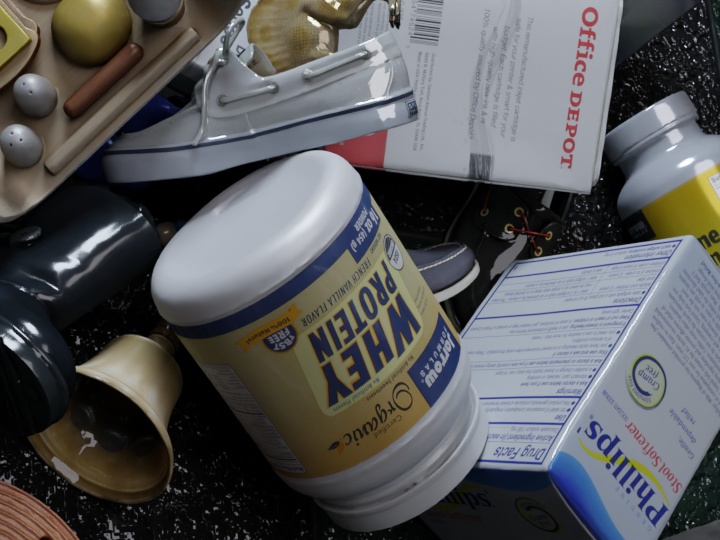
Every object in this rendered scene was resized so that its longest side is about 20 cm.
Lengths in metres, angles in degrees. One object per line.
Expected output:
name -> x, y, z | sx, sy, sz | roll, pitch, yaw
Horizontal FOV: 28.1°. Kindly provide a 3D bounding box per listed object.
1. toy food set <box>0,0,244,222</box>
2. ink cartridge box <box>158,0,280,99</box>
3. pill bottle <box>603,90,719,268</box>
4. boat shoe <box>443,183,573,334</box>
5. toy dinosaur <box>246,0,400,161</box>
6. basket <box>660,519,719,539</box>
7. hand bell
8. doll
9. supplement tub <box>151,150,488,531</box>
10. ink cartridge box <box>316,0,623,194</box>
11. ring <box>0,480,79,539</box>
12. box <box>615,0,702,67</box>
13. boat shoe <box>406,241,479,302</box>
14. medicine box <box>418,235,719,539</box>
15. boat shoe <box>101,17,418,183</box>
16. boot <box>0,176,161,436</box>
toy food set -> -0.182, -0.147, 0.831 | 0.200, 0.060, 0.144 | -43, 87, -3
ink cartridge box -> -0.130, -0.190, 1.004 | 0.199, 0.084, 0.147 | 28, 56, -18
pill bottle -> 0.278, -0.038, 1.167 | 0.111, 0.112, 0.201 | -25, 83, -36
boat shoe -> 0.117, -0.037, 1.102 | 0.073, 0.063, 0.203 | 34, 57, -17
toy dinosaur -> -0.025, -0.169, 0.940 | 0.100, 0.058, 0.203 | 1, 78, 5
basket -> 0.320, 0.258, 1.016 | 0.160, 0.200, 0.200 | -10, 75, -39
hand bell -> -0.124, 0.042, 0.924 | 0.104, 0.104, 0.201 | 41, 41, -9
doll -> -0.120, -0.083, 0.955 | 0.198, 0.137, 0.049 | 21, 19, -16
supplement tub -> -0.020, 0.046, 0.878 | 0.201, 0.143, 0.145 | 56, 51, -24
ink cartridge box -> 0.075, -0.141, 1.036 | 0.197, 0.083, 0.149 | 7, 98, -7
ring -> -0.235, 0.213, 0.807 | 0.198, 0.019, 0.203 | 13, 63, -27
box -> 0.184, -0.279, 1.163 | 0.200, 0.198, 0.123 | 46, 54, -5
boat shoe -> 0.000, 0.000, 1.000 | 0.198, 0.072, 0.063 | -16, 102, -31
medicine box -> 0.139, 0.088, 0.960 | 0.103, 0.181, 0.201 | 48, 62, -21
boat shoe -> -0.070, -0.111, 0.885 | 0.075, 0.200, 0.087 | -51, 128, -78
boot -> -0.178, 0.011, 0.829 | 0.168, 0.199, 0.077 | -37, 118, -34
